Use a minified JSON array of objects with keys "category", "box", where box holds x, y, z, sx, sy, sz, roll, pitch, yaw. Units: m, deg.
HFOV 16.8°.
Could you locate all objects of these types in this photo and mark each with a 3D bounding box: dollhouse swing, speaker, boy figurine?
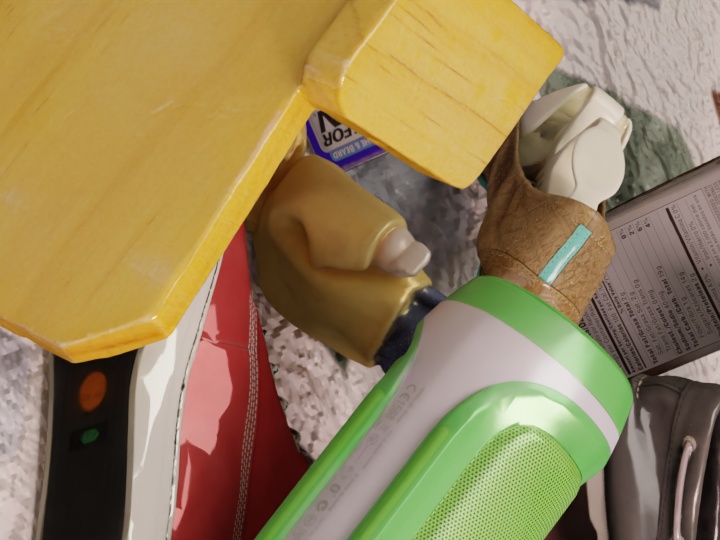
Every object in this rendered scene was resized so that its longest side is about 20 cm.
[{"category":"dollhouse swing","box":[-0.070,-0.056,0.864,0.176,0.199,0.182,-65,153,-1]},{"category":"speaker","box":[0.009,0.100,0.845,0.088,0.088,0.200,45,76,-26]},{"category":"boy figurine","box":[0.000,0.000,0.967,0.064,0.124,0.200,-39,75,-16]}]

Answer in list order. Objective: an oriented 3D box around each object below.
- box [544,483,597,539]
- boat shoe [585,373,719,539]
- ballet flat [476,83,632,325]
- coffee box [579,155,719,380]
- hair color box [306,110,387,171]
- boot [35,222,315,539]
[{"category":"box","box":[0.066,0.127,1.009,0.100,0.075,0.201,38,49,-33]},{"category":"boat shoe","box":[0.128,0.140,0.956,0.067,0.057,0.201,-19,102,-66]},{"category":"ballet flat","box":[0.085,-0.040,1.049,0.068,0.072,0.200,36,20,-9]},{"category":"coffee box","box":[0.194,-0.022,1.123,0.113,0.200,0.080,-27,91,-50]},{"category":"hair color box","box":[-0.006,-0.153,1.061,0.109,0.065,0.201,-29,97,-52]},{"category":"boot","box":[-0.045,0.049,0.920,0.144,0.072,0.201,23,65,-42]}]
